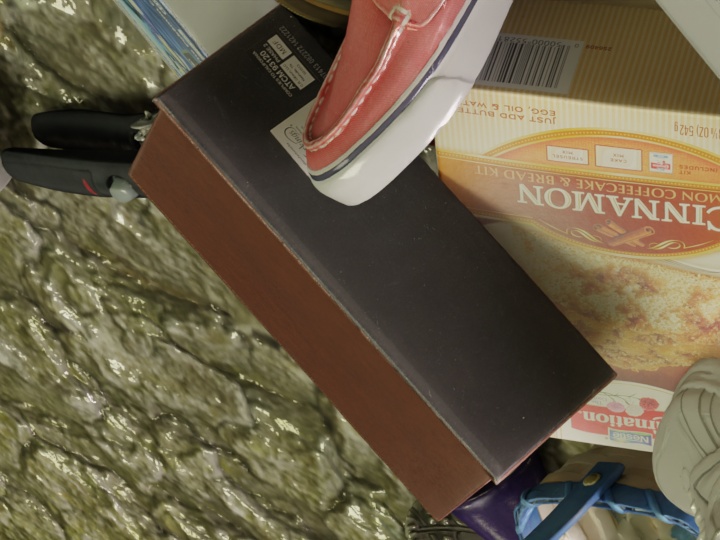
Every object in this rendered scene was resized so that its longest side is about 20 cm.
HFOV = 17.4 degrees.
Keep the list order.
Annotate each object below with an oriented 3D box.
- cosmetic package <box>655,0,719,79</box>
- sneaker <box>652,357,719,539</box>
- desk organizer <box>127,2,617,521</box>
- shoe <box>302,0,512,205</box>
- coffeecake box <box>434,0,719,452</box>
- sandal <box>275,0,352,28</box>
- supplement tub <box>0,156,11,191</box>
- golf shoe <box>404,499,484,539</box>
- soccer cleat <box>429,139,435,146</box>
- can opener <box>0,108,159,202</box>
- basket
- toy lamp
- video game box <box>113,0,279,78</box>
[{"bbox_3d":[0.222,-0.103,0.756,0.199,0.123,0.200,50,145,-10],"label":"cosmetic package"},{"bbox_3d":[0.153,0.090,0.905,0.078,0.099,0.200,36,166,-8],"label":"sneaker"},{"bbox_3d":[0.000,0.000,0.948,0.200,0.072,0.077,48,154,4],"label":"desk organizer"},{"bbox_3d":[0.015,-0.129,0.876,0.091,0.200,0.071,32,-178,-24],"label":"shoe"},{"bbox_3d":[0.117,-0.016,0.973,0.153,0.073,0.200,7,137,15],"label":"coffeecake box"},{"bbox_3d":[-0.054,-0.149,0.903,0.054,0.200,0.080,-47,54,20],"label":"sandal"},{"bbox_3d":[-0.303,-0.093,1.301,0.200,0.145,0.145,52,146,-13],"label":"supplement tub"},{"bbox_3d":[0.098,0.198,1.277,0.200,0.078,0.097,40,153,6],"label":"golf shoe"},{"bbox_3d":[0.048,-0.131,0.976,0.073,0.068,0.200,8,134,6],"label":"soccer cleat"},{"bbox_3d":[-0.124,-0.058,1.227,0.200,0.063,0.079,4,132,44],"label":"can opener"},{"bbox_3d":[0.136,0.162,1.072,0.139,0.200,0.176,3,132,53],"label":"basket"},{"bbox_3d":[0.037,0.063,1.204,0.058,0.058,0.200,-13,116,52],"label":"toy lamp"},{"bbox_3d":[-0.054,-0.094,1.060,0.200,0.047,0.182,50,177,-10],"label":"video game box"}]
